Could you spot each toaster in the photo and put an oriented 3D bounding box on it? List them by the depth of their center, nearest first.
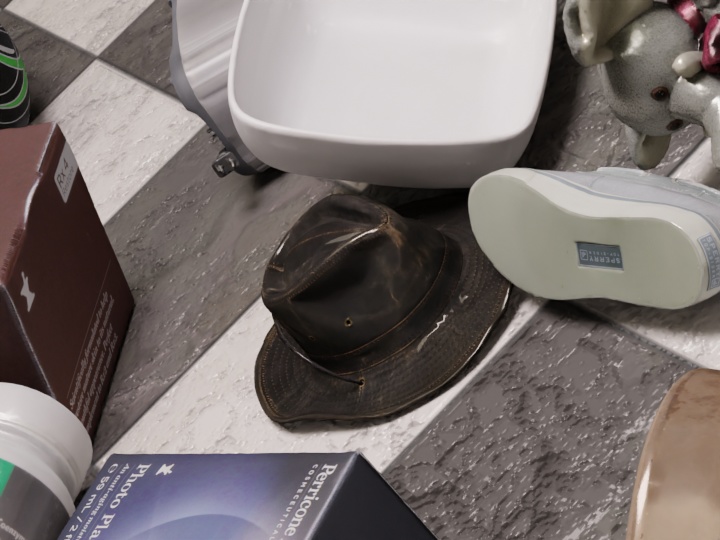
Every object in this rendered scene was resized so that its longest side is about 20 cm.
[{"bbox_3d":[-0.057,-0.158,1.679,0.129,0.114,0.200,-29,31,15],"label":"toaster"}]

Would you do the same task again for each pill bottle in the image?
[{"bbox_3d":[-0.237,0.171,1.439,0.113,0.113,0.200,-18,37,34],"label":"pill bottle"}]

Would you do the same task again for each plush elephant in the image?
[{"bbox_3d":[0.192,-0.122,1.258,0.155,0.165,0.200,-51,50,1],"label":"plush elephant"}]

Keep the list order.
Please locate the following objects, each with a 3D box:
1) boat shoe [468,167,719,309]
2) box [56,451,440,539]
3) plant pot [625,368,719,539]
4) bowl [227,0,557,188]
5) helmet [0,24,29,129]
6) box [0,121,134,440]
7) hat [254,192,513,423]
[{"bbox_3d":[0.142,-0.021,1.320,0.071,0.070,0.201,-19,20,-33],"label":"boat shoe"},{"bbox_3d":[-0.079,0.201,1.211,0.198,0.123,0.200,-5,45,44],"label":"box"},{"bbox_3d":[0.210,0.136,0.923,0.174,0.201,0.201,-2,44,24],"label":"plant pot"},{"bbox_3d":[0.022,-0.127,1.521,0.199,0.075,0.200,6,48,7],"label":"bowl"},{"bbox_3d":[-0.358,-0.139,1.922,0.199,0.191,0.201,-6,75,25],"label":"helmet"},{"bbox_3d":[-0.280,0.025,1.580,0.199,0.165,0.166,-6,39,15],"label":"box"},{"bbox_3d":[0.000,0.000,1.429,0.200,0.081,0.201,-28,31,19],"label":"hat"}]
